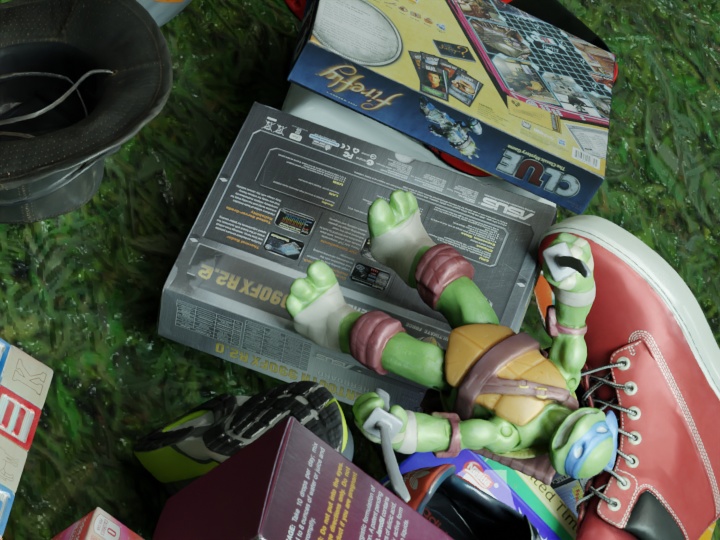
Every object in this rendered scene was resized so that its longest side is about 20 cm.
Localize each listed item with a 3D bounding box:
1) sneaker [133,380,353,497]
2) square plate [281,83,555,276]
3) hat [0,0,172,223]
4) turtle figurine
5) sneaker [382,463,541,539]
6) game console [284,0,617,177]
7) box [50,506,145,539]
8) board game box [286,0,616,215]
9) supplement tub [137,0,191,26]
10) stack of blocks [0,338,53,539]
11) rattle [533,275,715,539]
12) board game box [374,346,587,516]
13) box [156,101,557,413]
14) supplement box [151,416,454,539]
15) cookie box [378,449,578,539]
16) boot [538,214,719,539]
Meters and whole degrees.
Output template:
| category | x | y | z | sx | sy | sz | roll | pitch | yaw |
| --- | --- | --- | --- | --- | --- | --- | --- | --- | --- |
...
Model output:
| category | x | y | z | sx | sy | sz | roll | pitch | yaw |
| --- | --- | --- | --- | --- | --- | --- | --- | --- | --- |
| sneaker | -0.052 | 0.112 | 1.594 | 0.074 | 0.200 | 0.081 | -35 | 102 | -22 |
| square plate | 0.050 | -0.097 | 1.861 | 0.197 | 0.029 | 0.200 | 30 | 28 | -9 |
| hat | -0.190 | -0.079 | 1.658 | 0.201 | 0.199 | 0.081 | -64 | 151 | -46 |
| turtle figurine | 0.050 | 0.027 | 1.554 | 0.194 | 0.145 | 0.199 | 35 | 13 | 35 |
| sneaker | 0.089 | 0.184 | 1.592 | 0.200 | 0.084 | 0.075 | 41 | 55 | -5 |
| game console | 0.063 | -0.149 | 1.864 | 0.177 | 0.031 | 0.200 | 41 | 37 | 12 |
| box | -0.147 | 0.238 | 1.477 | 0.102 | 0.095 | 0.201 | 37 | 43 | -21 |
| board game box | 0.059 | -0.125 | 1.781 | 0.199 | 0.035 | 0.136 | 25 | 38 | -10 |
| supplement tub | -0.106 | -0.244 | 1.776 | 0.122 | 0.200 | 0.123 | 24 | 48 | -29 |
| stack of blocks | -0.243 | 0.111 | 1.503 | 0.115 | 0.058 | 0.201 | 33 | 44 | -22 |
| rattle | 0.152 | 0.110 | 1.819 | 0.199 | 0.143 | 0.130 | 35 | 10 | 1 |
| board game box | 0.115 | 0.157 | 1.817 | 0.165 | 0.057 | 0.201 | -16 | 75 | -46 |
| box | 0.000 | 0.000 | 1.704 | 0.199 | 0.048 | 0.159 | 19 | 52 | 6 |
| supplement box | -0.005 | 0.181 | 1.500 | 0.200 | 0.110 | 0.086 | 38 | 42 | -21 |
| cookie box | 0.046 | 0.202 | 1.659 | 0.171 | 0.075 | 0.200 | 48 | 54 | 1 |
| boot | 0.145 | 0.079 | 1.673 | 0.144 | 0.072 | 0.201 | -44 | 105 | -36 |
